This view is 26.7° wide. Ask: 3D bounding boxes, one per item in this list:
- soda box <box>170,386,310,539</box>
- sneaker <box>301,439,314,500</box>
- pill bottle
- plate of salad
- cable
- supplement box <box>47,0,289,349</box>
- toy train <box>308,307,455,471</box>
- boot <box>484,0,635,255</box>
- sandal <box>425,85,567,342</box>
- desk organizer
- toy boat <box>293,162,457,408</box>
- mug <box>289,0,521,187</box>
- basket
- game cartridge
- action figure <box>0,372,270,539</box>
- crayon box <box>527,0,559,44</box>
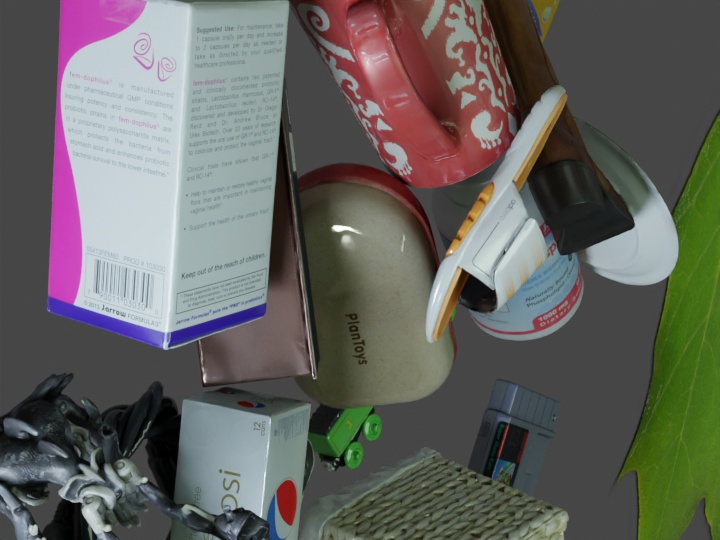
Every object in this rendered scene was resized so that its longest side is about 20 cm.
[{"bbox_3d":[-0.084,0.183,1.004,0.064,0.068,0.201,-8,106,-67],"label":"soda box"},{"bbox_3d":[-0.090,0.208,1.121,0.201,0.075,0.076,-64,159,-2],"label":"sneaker"},{"bbox_3d":[0.124,-0.037,1.312,0.109,0.108,0.200,-57,145,-27],"label":"pill bottle"},{"bbox_3d":[0.202,-0.070,1.336,0.048,0.200,0.201,-44,139,-21],"label":"plate of salad"},{"bbox_3d":[-0.147,0.174,1.008,0.163,0.051,0.201,13,90,-59],"label":"cable"},{"bbox_3d":[-0.117,-0.069,0.918,0.103,0.101,0.201,-18,118,-55],"label":"supplement box"},{"bbox_3d":[0.017,0.079,1.259,0.200,0.042,0.057,-55,133,-30],"label":"toy train"},{"bbox_3d":[0.147,-0.120,1.215,0.188,0.068,0.201,18,51,-63],"label":"boot"},{"bbox_3d":[0.111,-0.035,1.066,0.207,0.059,0.079,-60,170,-10],"label":"sandal"},{"bbox_3d":[-0.078,-0.027,1.020,0.072,0.076,0.201,-90,173,-84],"label":"desk organizer"},{"bbox_3d":[0.000,0.000,1.145,0.131,0.130,0.201,-87,167,-49],"label":"toy boat"},{"bbox_3d":[0.020,-0.150,1.039,0.178,0.133,0.200,-60,137,-34],"label":"mug"},{"bbox_3d":[0.056,0.286,1.293,0.200,0.160,0.199,-17,118,-53],"label":"basket"},{"bbox_3d":[0.143,0.216,1.526,0.130,0.038,0.201,26,80,-63],"label":"game cartridge"},{"bbox_3d":[-0.157,0.135,0.861,0.119,0.199,0.102,-45,150,-41],"label":"action figure"},{"bbox_3d":[0.118,-0.237,1.274,0.126,0.051,0.201,43,65,-56],"label":"crayon box"}]
